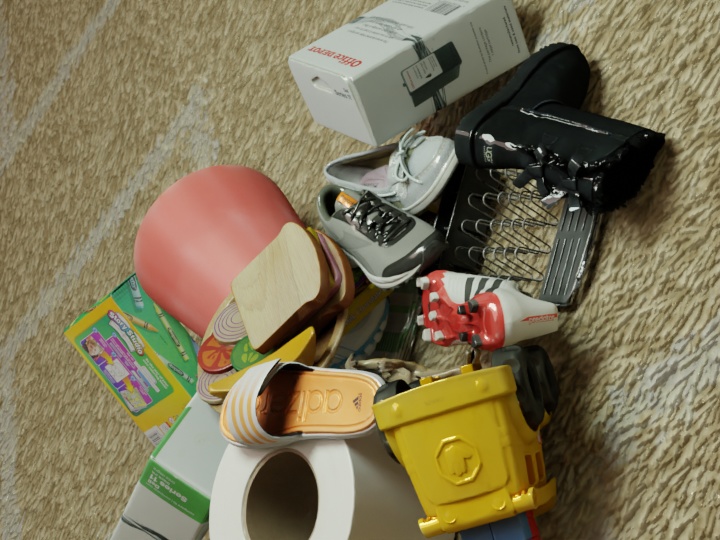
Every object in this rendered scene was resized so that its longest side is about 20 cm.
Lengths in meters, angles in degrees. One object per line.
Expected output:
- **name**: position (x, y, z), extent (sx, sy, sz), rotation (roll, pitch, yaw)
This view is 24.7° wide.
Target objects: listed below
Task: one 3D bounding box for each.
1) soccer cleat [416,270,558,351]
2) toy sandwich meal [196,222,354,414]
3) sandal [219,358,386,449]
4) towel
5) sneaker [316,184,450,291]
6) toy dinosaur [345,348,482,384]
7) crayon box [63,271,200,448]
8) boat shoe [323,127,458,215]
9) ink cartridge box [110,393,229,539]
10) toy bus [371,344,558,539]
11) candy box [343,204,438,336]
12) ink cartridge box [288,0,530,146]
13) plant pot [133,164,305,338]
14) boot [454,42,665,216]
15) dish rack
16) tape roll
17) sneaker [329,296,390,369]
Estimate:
- **soccer cleat**: position (0.110, 0.036, 1.483), extent (0.200, 0.085, 0.069), rotation (-167, 74, -72)
- **toy sandwich meal**: position (-0.093, 0.050, 1.611), extent (0.204, 0.070, 0.206), rotation (-23, 47, 26)
- **sandal**: position (-0.065, 0.114, 1.477), extent (0.206, 0.059, 0.080), rotation (-9, 69, 42)
- **towel**: position (0.005, 0.088, 1.723), extent (0.152, 0.023, 0.201), rotation (-1, 72, 58)
- **sneaker**: position (0.014, -0.037, 1.603), extent (0.074, 0.080, 0.200), rotation (-39, 27, -18)
- **toy dinosaur**: position (0.040, 0.104, 1.562), extent (0.200, 0.101, 0.059), rotation (-8, 85, 61)
- **crayon box**: position (-0.245, 0.113, 1.937), extent (0.119, 0.200, 0.058), rotation (-33, 7, 44)
- **boat shoe**: position (0.033, -0.099, 1.652), extent (0.202, 0.065, 0.075), rotation (-8, 50, 62)
- **ink cartridge box**: position (-0.176, 0.218, 1.710), extent (0.147, 0.083, 0.200), rotation (-56, -3, -43)
- **toy bus**: position (0.112, 0.169, 1.400), extent (0.135, 0.200, 0.193), rotation (-20, 83, 16)
- **candy box**: position (0.000, 0.000, 1.680), extent (0.200, 0.026, 0.102), rotation (-43, 33, -15)
- **ink cartridge box**: position (0.048, -0.217, 1.675), extent (0.199, 0.083, 0.146), rotation (-31, 27, -17)
- **plant pot**: position (-0.127, 0.005, 1.832), extent (0.177, 0.200, 0.201), rotation (43, 109, 47)
- **boot**: position (0.198, -0.130, 1.483), extent (0.162, 0.074, 0.198), rotation (20, 44, 35)
- **dish rack**: position (0.145, -0.037, 1.549), extent (0.200, 0.054, 0.154), rotation (2, 74, 57)
- **tape roll**: position (-0.027, 0.230, 1.548), extent (0.202, 0.139, 0.204), rotation (-18, 64, 42)
- **sneaker**: position (-0.054, 0.072, 1.713), extent (0.200, 0.086, 0.075), rotation (-41, 33, 27)
